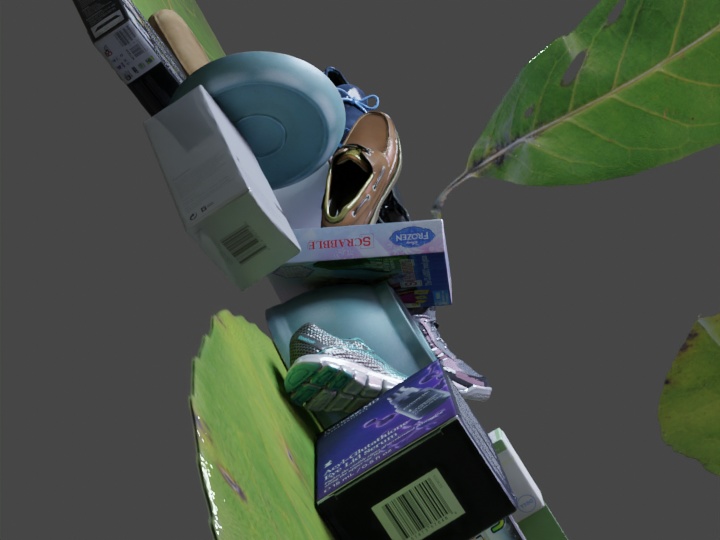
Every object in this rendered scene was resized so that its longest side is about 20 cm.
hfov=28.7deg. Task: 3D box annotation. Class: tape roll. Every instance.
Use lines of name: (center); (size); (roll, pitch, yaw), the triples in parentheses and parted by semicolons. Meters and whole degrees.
tape roll: (-0.092, -0.098, 1.766); (0.203, 0.139, 0.203); (57, 3, -5)

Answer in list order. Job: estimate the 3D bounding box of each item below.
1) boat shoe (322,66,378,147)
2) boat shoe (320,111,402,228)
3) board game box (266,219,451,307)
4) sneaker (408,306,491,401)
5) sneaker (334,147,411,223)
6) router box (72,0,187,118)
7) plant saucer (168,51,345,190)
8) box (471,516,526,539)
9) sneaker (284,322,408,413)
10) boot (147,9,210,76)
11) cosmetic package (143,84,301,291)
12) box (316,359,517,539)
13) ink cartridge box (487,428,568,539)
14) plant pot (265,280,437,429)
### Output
boat shoe: (-0.028, -0.209, 1.795); (0.084, 0.069, 0.200); (11, 22, -31)
boat shoe: (0.001, -0.116, 1.628); (0.068, 0.072, 0.200); (70, 26, -52)
board game box: (0.000, 0.000, 1.586); (0.200, 0.199, 0.041); (70, 17, -71)
sneaker: (0.085, 0.075, 1.712); (0.200, 0.114, 0.075); (27, -1, 3)
sneaker: (0.014, -0.119, 1.788); (0.200, 0.060, 0.104); (64, 1, 23)
router box: (-0.247, -0.241, 1.577); (0.200, 0.051, 0.149); (54, 4, -48)
plant saucer: (-0.115, -0.155, 1.562); (0.200, 0.200, 0.027); (54, 20, -44)
box: (0.110, 0.283, 1.576); (0.200, 0.110, 0.035); (59, 4, 6)
sneaker: (0.009, 0.107, 1.420); (0.200, 0.078, 0.091); (27, 30, -31)
boot: (-0.217, -0.264, 2.032); (0.200, 0.066, 0.175); (58, 1, 29)
cosmetic package: (-0.145, -0.088, 1.458); (0.113, 0.081, 0.200); (52, 9, -45)
box: (0.045, 0.182, 1.288); (0.104, 0.148, 0.200); (57, 3, -10)
ink cartridge box: (0.155, 0.307, 1.676); (0.200, 0.145, 0.048); (58, 6, -10)
plant pot: (0.005, 0.094, 1.544); (0.200, 0.134, 0.200); (58, 5, -7)
